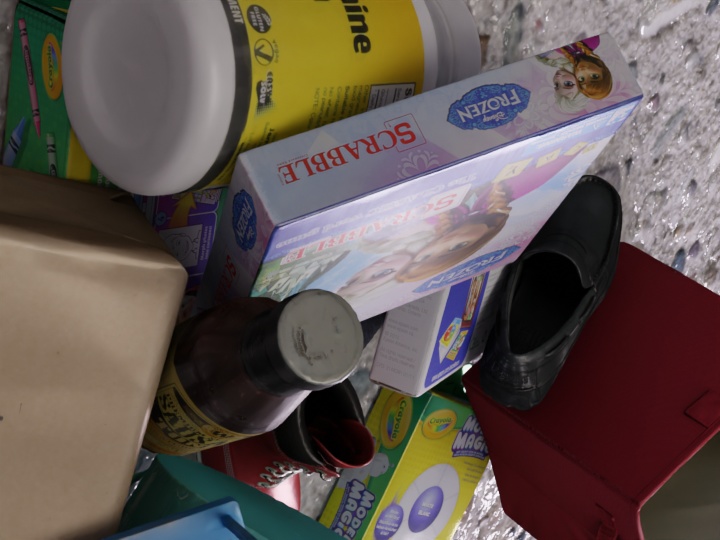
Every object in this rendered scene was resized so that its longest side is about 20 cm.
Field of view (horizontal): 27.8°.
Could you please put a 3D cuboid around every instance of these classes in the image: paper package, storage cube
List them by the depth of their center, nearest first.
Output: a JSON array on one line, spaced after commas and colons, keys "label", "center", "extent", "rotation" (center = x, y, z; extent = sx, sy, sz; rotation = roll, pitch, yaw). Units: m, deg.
[{"label": "paper package", "center": [-0.197, 0.055, 0.668], "extent": [0.189, 0.103, 0.201], "rotation": [10, 107, -27]}, {"label": "storage cube", "center": [0.204, 0.121, 1.054], "extent": [0.200, 0.179, 0.172], "rotation": [-38, 135, -18]}]

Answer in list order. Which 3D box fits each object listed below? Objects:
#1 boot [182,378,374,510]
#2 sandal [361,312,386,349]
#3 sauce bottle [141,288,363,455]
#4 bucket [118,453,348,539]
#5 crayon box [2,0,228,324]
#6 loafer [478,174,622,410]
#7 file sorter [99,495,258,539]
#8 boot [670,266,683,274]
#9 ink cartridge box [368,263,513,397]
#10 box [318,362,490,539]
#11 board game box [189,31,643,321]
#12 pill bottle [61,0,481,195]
[{"label": "boot", "center": [-0.044, 0.118, 0.889], "extent": [0.072, 0.144, 0.201], "rotation": [-39, 137, -29]}, {"label": "sandal", "center": [0.000, 0.000, 0.958], "extent": [0.200, 0.043, 0.077], "rotation": [-45, 144, -39]}, {"label": "sauce bottle", "center": [-0.061, 0.047, 0.679], "extent": [0.065, 0.200, 0.067], "rotation": [6, 75, -24]}, {"label": "bucket", "center": [-0.067, 0.199, 0.787], "extent": [0.207, 0.206, 0.135], "rotation": [34, 84, -51]}, {"label": "crayon box", "center": [-0.127, -0.041, 0.775], "extent": [0.118, 0.058, 0.202], "rotation": [-10, 118, -45]}, {"label": "loafer", "center": [0.139, 0.005, 1.012], "extent": [0.071, 0.068, 0.201], "rotation": [96, 20, -55]}, {"label": "file sorter", "center": [-0.083, 0.223, 0.620], "extent": [0.138, 0.123, 0.202], "rotation": [-16, 95, -14]}, {"label": "boot", "center": [0.177, 0.073, 1.181], "extent": [0.164, 0.065, 0.201], "rotation": [19, 101, -49]}, {"label": "ink cartridge box", "center": [0.076, -0.031, 0.967], "extent": [0.197, 0.047, 0.202], "rotation": [-17, 123, -69]}, {"label": "box", "center": [0.037, 0.158, 1.080], "extent": [0.117, 0.048, 0.201], "rotation": [23, 91, -51]}, {"label": "board game box", "center": [0.020, -0.028, 0.743], "extent": [0.199, 0.041, 0.200], "rotation": [-21, 163, -20]}, {"label": "pill bottle", "center": [-0.035, -0.101, 0.709], "extent": [0.199, 0.112, 0.113], "rotation": [-11, 119, -45]}]
